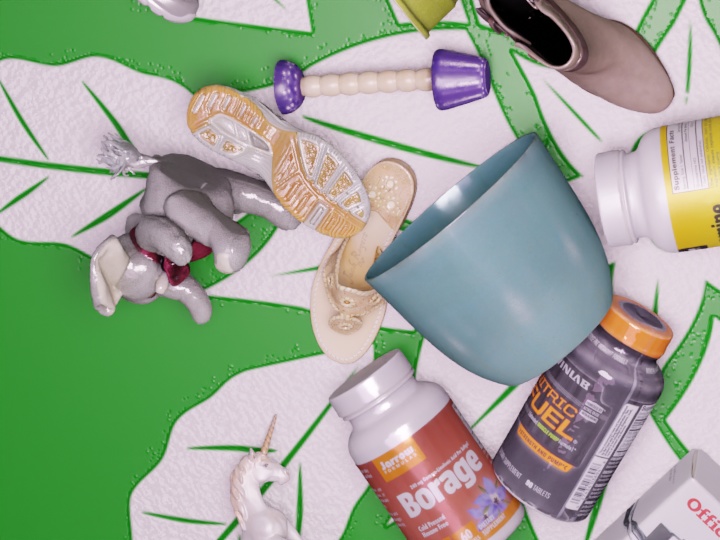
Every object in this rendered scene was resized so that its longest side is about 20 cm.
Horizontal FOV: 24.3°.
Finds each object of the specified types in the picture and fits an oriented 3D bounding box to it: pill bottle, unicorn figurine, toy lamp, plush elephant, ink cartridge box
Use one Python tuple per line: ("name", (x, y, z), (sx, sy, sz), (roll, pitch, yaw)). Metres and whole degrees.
("pill bottle", (0.211, 0.124, 1.545), (0.106, 0.106, 0.201), (29, 108, 5))
("unicorn figurine", (-0.088, 0.271, 1.669), (0.137, 0.074, 0.201), (34, 115, 15))
("pill bottle", (0.059, 0.180, 1.592), (0.112, 0.112, 0.201), (-34, 94, 19))
("pill bottle", (0.311, -0.077, 1.467), (0.198, 0.112, 0.114), (-9, 102, 16))
("toy lamp", (0.021, -0.173, 1.545), (0.198, 0.058, 0.059), (-1, 104, 17))
("plush elephant", (-0.179, -0.020, 1.581), (0.198, 0.165, 0.156), (25, 117, 5))
("ink cartridge box", (0.297, 0.291, 1.577), (0.146, 0.083, 0.200), (42, 108, 0))

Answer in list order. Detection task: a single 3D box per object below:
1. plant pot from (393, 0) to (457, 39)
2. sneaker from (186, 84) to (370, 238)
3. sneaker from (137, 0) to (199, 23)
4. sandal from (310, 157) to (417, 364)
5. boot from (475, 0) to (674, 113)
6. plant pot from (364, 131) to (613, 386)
("plant pot", (0.068, -0.338, 1.433), (0.192, 0.200, 0.201), (-38, 93, 8))
("sneaker", (-0.069, -0.109, 1.566), (0.199, 0.088, 0.076), (39, 100, 0))
("sneaker", (-0.200, -0.325, 1.549), (0.081, 0.075, 0.201), (-27, 95, 20))
("sandal", (-0.005, -0.002, 1.585), (0.077, 0.070, 0.214), (22, 108, 8))
("boot", (0.185, -0.193, 1.450), (0.199, 0.146, 0.071), (34, 107, 3))
("plant pot", (0.129, 0.004, 1.492), (0.200, 0.201, 0.161), (-38, 97, 19))
